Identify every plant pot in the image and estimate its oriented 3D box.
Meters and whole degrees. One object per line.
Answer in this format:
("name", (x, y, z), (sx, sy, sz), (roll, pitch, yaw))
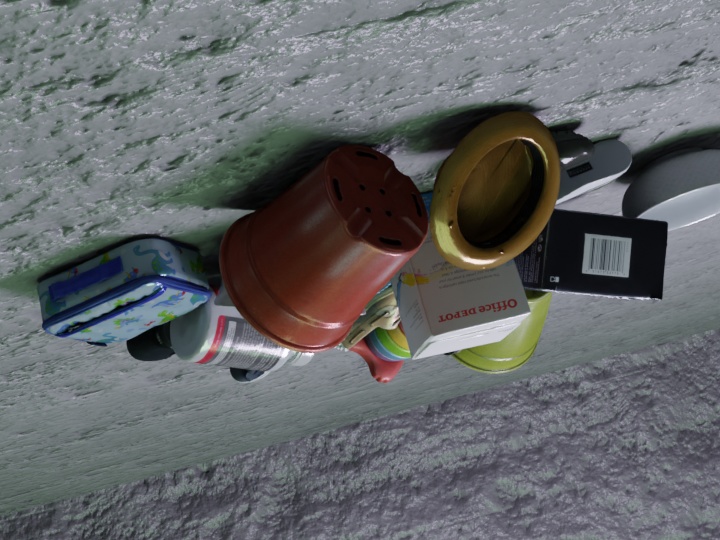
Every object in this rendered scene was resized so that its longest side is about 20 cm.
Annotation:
("plant pot", (0.243, 0.042, 1.817), (0.199, 0.201, 0.193), (-10, 151, -19))
("plant pot", (-0.033, -0.034, 1.261), (0.200, 0.202, 0.195), (-1, 152, -42))

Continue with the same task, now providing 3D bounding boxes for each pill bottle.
("pill bottle", (-0.162, 0.086, 1.522), (0.199, 0.111, 0.111), (12, 151, -38))

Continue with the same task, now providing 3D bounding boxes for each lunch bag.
("lunch bag", (-0.312, 0.030, 1.397), (0.199, 0.083, 0.161), (-22, 161, 18))

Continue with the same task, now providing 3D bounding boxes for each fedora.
("fedora", (0.150, -0.102, 1.290), (0.200, 0.202, 0.082), (-6, -155, -30))

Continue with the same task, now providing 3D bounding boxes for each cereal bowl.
("cereal bowl", (0.485, -0.129, 1.605), (0.199, 0.084, 0.200), (-14, 165, -4))

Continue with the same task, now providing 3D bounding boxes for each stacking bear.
("stacking bear", (0.078, 0.086, 1.729), (0.114, 0.122, 0.200), (-47, -172, -37))

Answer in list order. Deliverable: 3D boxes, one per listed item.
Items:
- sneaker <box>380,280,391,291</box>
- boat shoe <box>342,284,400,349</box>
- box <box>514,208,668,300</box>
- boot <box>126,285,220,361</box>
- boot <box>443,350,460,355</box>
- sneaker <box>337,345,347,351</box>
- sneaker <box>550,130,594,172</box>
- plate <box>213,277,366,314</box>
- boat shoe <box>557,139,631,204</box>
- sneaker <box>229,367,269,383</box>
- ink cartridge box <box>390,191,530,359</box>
("sneaker", (0.000, 0.000, 1.598), (0.199, 0.081, 0.076), (-34, -175, -13))
("boat shoe", (0.040, 0.056, 1.641), (0.199, 0.065, 0.071), (-31, -173, 30))
("box", (0.305, -0.025, 1.548), (0.195, 0.118, 0.200), (5, 180, -20))
("boot", (-0.248, 0.077, 1.636), (0.199, 0.077, 0.168), (-23, -177, -33))
("boot", (0.170, 0.029, 1.640), (0.130, 0.201, 0.068), (3, 167, -38))
("sneaker", (-0.032, 0.120, 1.995), (0.073, 0.071, 0.200), (-2, 159, -40))
("sneaker", (0.210, -0.115, 1.375), (0.199, 0.091, 0.076), (-20, 162, 11))
("plate", (-0.095, 0.018, 1.458), (0.198, 0.033, 0.200), (4, -168, -4))
("boat shoe", (0.272, -0.122, 1.459), (0.199, 0.071, 0.070), (-20, 163, -7))
("sneaker", (-0.176, 0.139, 1.915), (0.200, 0.079, 0.079), (-36, 162, 25))
("ink cartridge box", (0.126, 0.004, 1.497), (0.146, 0.201, 0.145), (-11, 164, -12))
